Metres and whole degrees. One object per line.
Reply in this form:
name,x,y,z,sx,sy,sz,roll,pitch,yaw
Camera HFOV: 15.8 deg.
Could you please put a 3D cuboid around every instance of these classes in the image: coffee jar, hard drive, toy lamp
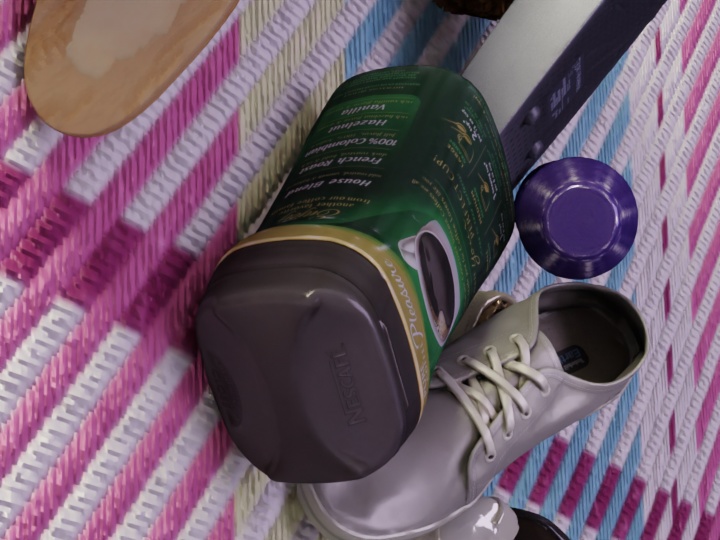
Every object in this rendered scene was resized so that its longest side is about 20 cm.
coffee jar,0.000,0.000,1.105,0.200,0.085,0.105,-59,139,-54
hard drive,0.118,-0.136,1.297,0.200,0.042,0.135,-51,168,-6
toy lamp,0.101,-0.027,1.234,0.200,0.058,0.059,-63,144,-85

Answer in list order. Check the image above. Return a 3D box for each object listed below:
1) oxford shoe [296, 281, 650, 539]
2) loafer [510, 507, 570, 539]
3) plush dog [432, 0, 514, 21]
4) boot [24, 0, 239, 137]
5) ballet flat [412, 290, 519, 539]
oxford shoe,0.053,0.058,1.152,0.199,0.058,0.075,-27,77,-32
loafer,0.081,0.213,1.229,0.071,0.073,0.202,-28,108,-66
plush dog,0.085,-0.216,1.311,0.200,0.159,0.173,-57,159,-53
boot,-0.062,-0.126,1.028,0.202,0.070,0.144,-63,173,-10
ballet flat,0.044,0.096,1.196,0.069,0.069,0.201,48,41,-50
